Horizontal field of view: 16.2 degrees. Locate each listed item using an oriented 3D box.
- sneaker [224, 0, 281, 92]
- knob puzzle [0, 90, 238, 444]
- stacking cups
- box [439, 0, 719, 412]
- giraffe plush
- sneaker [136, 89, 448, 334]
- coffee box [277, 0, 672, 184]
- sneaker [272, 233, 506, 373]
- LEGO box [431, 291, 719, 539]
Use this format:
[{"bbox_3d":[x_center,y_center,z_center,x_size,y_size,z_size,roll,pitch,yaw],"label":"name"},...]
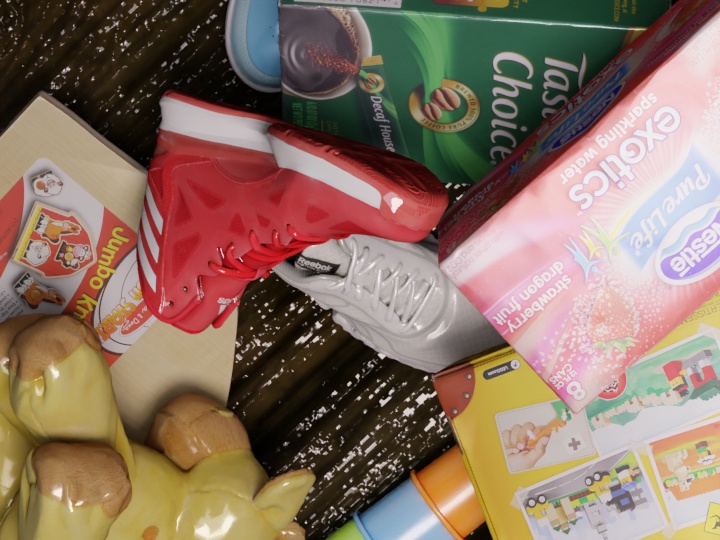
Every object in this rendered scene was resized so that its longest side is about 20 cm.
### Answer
[{"bbox_3d":[-0.007,-0.176,1.309,0.079,0.131,0.201,32,98,-6],"label":"sneaker"},{"bbox_3d":[-0.154,0.022,1.390,0.218,0.030,0.221,0,113,0],"label":"knob puzzle"},{"bbox_3d":[0.024,0.140,1.399,0.200,0.061,0.061,-41,97,4],"label":"stacking cups"},{"bbox_3d":[0.141,-0.042,1.200,0.200,0.095,0.103,-41,100,11],"label":"box"},{"bbox_3d":[-0.114,0.121,1.342,0.161,0.172,0.202,-2,88,-24],"label":"giraffe plush"},{"bbox_3d":[-0.039,-0.014,1.257,0.078,0.199,0.116,10,98,-39],"label":"sneaker"},{"bbox_3d":[0.058,-0.099,1.299,0.198,0.044,0.123,5,137,3],"label":"coffee box"},{"bbox_3d":[0.000,0.000,1.365,0.199,0.081,0.075,30,96,-6],"label":"sneaker"},{"bbox_3d":[0.157,0.086,1.308,0.199,0.077,0.150,-21,90,15],"label":"LEGO box"}]
